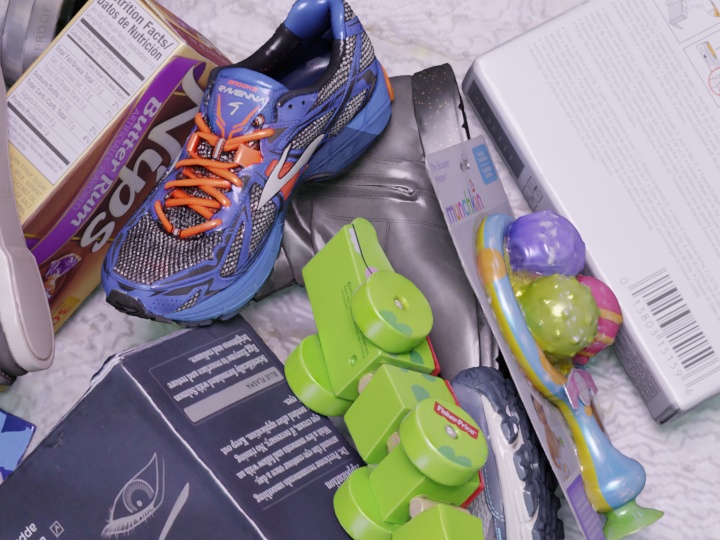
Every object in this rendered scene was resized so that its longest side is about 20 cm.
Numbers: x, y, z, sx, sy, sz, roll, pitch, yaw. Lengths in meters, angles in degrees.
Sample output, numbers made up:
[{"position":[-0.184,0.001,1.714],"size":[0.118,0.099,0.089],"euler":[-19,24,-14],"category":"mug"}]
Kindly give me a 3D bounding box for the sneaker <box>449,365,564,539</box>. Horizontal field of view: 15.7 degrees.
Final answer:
[{"position":[0.051,0.142,1.211],"size":[0.086,0.078,0.200],"euler":[-6,108,10],"category":"sneaker"}]

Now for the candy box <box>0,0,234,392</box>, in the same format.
[{"position":[-0.144,-0.037,1.237],"size":[0.200,0.117,0.056],"euler":[-47,72,4],"category":"candy box"}]

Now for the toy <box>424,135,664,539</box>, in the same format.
[{"position":[0.097,0.029,1.217],"size":[0.047,0.115,0.200],"euler":[-19,92,17],"category":"toy"}]

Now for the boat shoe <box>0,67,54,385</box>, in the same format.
[{"position":[-0.184,-0.045,1.154],"size":[0.057,0.067,0.200],"euler":[-14,81,9],"category":"boat shoe"}]

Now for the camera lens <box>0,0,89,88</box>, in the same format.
[{"position":[-0.194,-0.186,1.260],"size":[0.200,0.160,0.160],"euler":[24,82,6],"category":"camera lens"}]

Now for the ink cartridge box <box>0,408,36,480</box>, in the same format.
[{"position":[-0.292,0.119,1.273],"size":[0.200,0.047,0.198],"euler":[24,82,8],"category":"ink cartridge box"}]

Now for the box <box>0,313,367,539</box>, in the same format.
[{"position":[-0.079,0.161,1.183],"size":[0.200,0.117,0.197],"euler":[50,116,9],"category":"box"}]

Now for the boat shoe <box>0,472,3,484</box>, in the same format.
[{"position":[-0.264,0.100,1.219],"size":[0.200,0.072,0.068],"euler":[-12,78,13],"category":"boat shoe"}]

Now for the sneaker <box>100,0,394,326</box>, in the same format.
[{"position":[-0.058,-0.055,1.202],"size":[0.075,0.079,0.200],"euler":[18,53,24],"category":"sneaker"}]

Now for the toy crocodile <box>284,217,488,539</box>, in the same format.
[{"position":[0.018,0.062,1.162],"size":[0.068,0.062,0.200],"euler":[-49,44,31],"category":"toy crocodile"}]

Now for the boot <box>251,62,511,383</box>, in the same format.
[{"position":[0.000,0.000,1.277],"size":[0.130,0.068,0.200],"euler":[-12,73,5],"category":"boot"}]

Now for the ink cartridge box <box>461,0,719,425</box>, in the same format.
[{"position":[0.173,-0.052,1.284],"size":[0.173,0.044,0.200],"euler":[-27,80,-14],"category":"ink cartridge box"}]
